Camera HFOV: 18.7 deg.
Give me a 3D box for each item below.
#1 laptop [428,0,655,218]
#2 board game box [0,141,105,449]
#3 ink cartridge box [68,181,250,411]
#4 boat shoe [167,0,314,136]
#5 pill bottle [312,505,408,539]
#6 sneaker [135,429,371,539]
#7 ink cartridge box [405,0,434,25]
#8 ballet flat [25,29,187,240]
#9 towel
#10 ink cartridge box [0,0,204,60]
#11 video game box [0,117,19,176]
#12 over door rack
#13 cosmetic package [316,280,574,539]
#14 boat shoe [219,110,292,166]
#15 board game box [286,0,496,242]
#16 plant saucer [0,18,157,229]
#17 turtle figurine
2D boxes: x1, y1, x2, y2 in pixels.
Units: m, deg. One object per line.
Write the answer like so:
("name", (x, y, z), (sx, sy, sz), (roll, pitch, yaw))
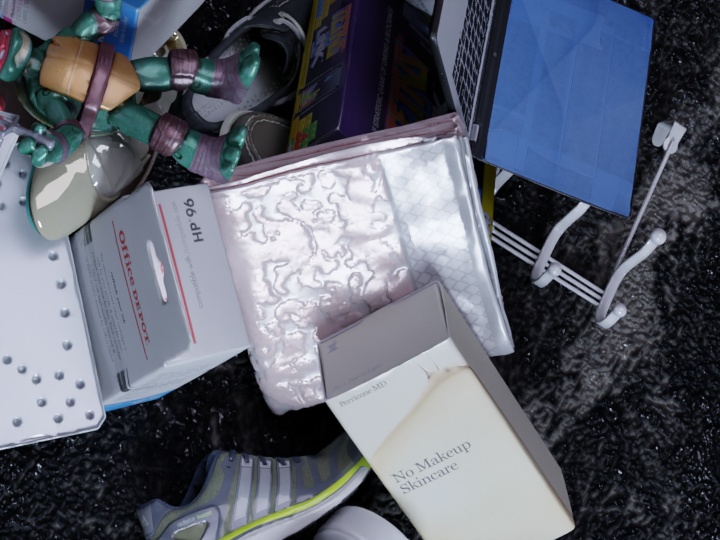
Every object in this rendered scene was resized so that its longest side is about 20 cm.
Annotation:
("laptop", (0.132, -0.171, 1.531), (0.115, 0.201, 0.189), (1, 56, 15))
("board game box", (-0.285, 0.027, 1.445), (0.198, 0.026, 0.202), (-11, 81, -16))
("ink cartridge box", (-0.138, 0.017, 1.454), (0.067, 0.200, 0.117), (-11, 81, -31))
("boat shoe", (-0.070, -0.155, 1.625), (0.076, 0.060, 0.200), (47, 59, -9))
("pill bottle", (-0.043, 0.259, 1.487), (0.112, 0.112, 0.200), (47, 58, -9))
("sneaker", (-0.070, 0.153, 1.530), (0.199, 0.074, 0.081), (-31, 86, -35))
("ink cartridge box", (0.063, -0.282, 1.663), (0.074, 0.200, 0.166), (-7, 75, 13))
("ballet flat", (-0.166, -0.099, 1.483), (0.069, 0.069, 0.201), (35, 45, -16))
("towel", (0.000, 0.000, 1.522), (0.189, 0.032, 0.201), (-14, 123, 4))
("ink cartridge box", (-0.213, -0.226, 1.508), (0.199, 0.068, 0.116), (27, 46, 10))
("video game box", (-0.344, -0.048, 1.408), (0.199, 0.047, 0.184), (24, 71, -8))
("over door rack", (0.179, -0.077, 1.738), (0.147, 0.066, 0.201), (31, 63, -18))
("cosmetic package", (0.062, 0.117, 1.544), (0.201, 0.103, 0.073), (54, 15, -32))
("boat shoe", (-0.018, -0.056, 1.598), (0.201, 0.060, 0.073), (38, 63, -33))
("board game box", (0.029, -0.105, 1.596), (0.165, 0.056, 0.201), (42, 35, -29))
("plant saucer", (-0.236, -0.120, 1.540), (0.198, 0.032, 0.202), (9, 71, -26))
("turtle figurine", (-0.169, -0.127, 1.403), (0.198, 0.101, 0.151), (15, 80, -15))
